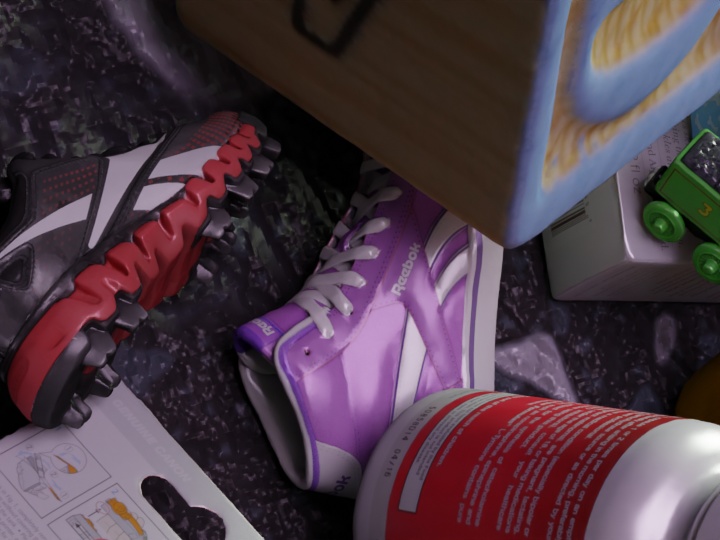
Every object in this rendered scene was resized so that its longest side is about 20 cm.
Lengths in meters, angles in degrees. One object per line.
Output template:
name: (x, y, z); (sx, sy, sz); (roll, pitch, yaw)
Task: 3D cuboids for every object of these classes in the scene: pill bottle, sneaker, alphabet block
pill bottle: (0.099, 0.111, 1.019); (0.112, 0.199, 0.113); (-4, 96, -41)
sneaker: (-0.108, -0.021, 1.061); (0.098, 0.071, 0.201); (33, 43, 7)
alphabet block: (0.057, -0.167, 1.062); (0.200, 0.197, 0.195); (37, 52, 25)
sneaker: (0.000, 0.000, 1.114); (0.114, 0.073, 0.202); (3, 81, -25)

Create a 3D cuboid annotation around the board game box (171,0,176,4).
board game box: (0.001, -0.134, 1.196); (0.199, 0.032, 0.121); (32, 65, -19)

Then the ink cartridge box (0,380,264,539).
ink cartridge box: (-0.126, 0.148, 0.983); (0.199, 0.050, 0.162); (-28, 65, -38)

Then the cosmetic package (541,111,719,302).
cosmetic package: (0.184, -0.039, 1.247); (0.199, 0.074, 0.102); (0, 75, -30)

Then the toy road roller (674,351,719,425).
toy road roller: (0.180, 0.093, 1.177); (0.199, 0.123, 0.147); (2, 60, -33)

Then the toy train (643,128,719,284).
toy train: (0.212, 0.012, 1.141); (0.200, 0.056, 0.042); (40, 54, 7)

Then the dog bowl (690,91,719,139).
dog bowl: (0.243, -0.057, 1.216); (0.199, 0.050, 0.112); (17, 67, -26)
